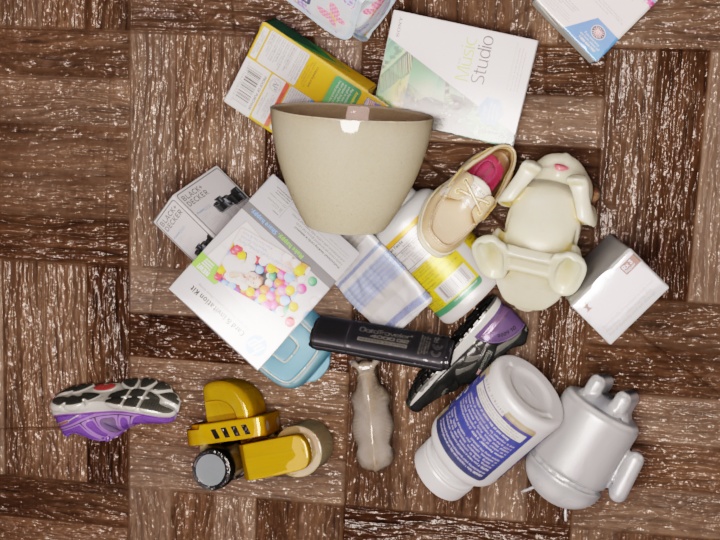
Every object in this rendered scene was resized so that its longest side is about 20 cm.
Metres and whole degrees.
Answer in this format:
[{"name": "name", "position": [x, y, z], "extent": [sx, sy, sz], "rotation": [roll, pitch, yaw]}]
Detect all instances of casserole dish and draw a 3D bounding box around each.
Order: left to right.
[{"name": "casserole dish", "position": [-0.129, 0.085, 1.386], "extent": [0.200, 0.039, 0.121], "rotation": [41, 101, 1]}]

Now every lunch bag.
[{"name": "lunch bag", "position": [-0.042, -0.382, 1.221], "extent": [0.169, 0.200, 0.127], "rotation": [39, 101, 0]}]

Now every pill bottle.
[{"name": "pill bottle", "position": [0.088, -0.037, 1.300], "extent": [0.113, 0.113, 0.200], "rotation": [-43, 92, 11]}, {"name": "pill bottle", "position": [0.166, 0.219, 1.310], "extent": [0.120, 0.120, 0.200], "rotation": [41, 120, 0]}]

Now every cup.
[{"name": "cup", "position": [-0.014, -0.123, 1.187], "extent": [0.198, 0.200, 0.145], "rotation": [6, 104, 7]}]

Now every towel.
[{"name": "towel", "position": [0.000, 0.000, 1.317], "extent": [0.200, 0.147, 0.024], "rotation": [46, 58, 1]}]

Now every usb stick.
[{"name": "usb stick", "position": [0.027, 0.098, 1.311], "extent": [0.198, 0.056, 0.033], "rotation": [8, 139, 15]}]

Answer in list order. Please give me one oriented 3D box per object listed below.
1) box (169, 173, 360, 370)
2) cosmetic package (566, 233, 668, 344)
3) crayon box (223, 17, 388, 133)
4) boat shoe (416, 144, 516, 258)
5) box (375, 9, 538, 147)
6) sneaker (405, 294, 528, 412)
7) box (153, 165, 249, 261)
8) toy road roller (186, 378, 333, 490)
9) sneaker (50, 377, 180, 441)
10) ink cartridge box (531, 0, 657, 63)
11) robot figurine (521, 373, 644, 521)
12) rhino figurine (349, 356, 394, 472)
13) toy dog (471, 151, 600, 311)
[{"name": "box", "position": [-0.123, 0.002, 1.249], "extent": [0.156, 0.041, 0.200], "rotation": [42, 82, -1]}, {"name": "cosmetic package", "position": [0.317, 0.019, 1.233], "extent": [0.074, 0.200, 0.102], "rotation": [44, 102, -1]}, {"name": "crayon box", "position": [-0.069, -0.231, 1.310], "extent": [0.199, 0.052, 0.126], "rotation": [34, 115, 2]}, {"name": "boat shoe", "position": [0.140, -0.099, 1.246], "extent": [0.074, 0.200, 0.069], "rotation": [41, 144, -7]}, {"name": "box", "position": [0.125, -0.257, 1.301], "extent": [0.198, 0.036, 0.146], "rotation": [13, 100, 7]}, {"name": "sneaker", "position": [0.150, 0.136, 1.340], "extent": [0.087, 0.076, 0.200], "rotation": [41, 101, -6]}, {"name": "box", "position": [-0.170, -0.037, 1.327], "extent": [0.200, 0.117, 0.060], "rotation": [45, 127, 0]}, {"name": "toy road roller", "position": [-0.148, 0.221, 1.370], "extent": [0.198, 0.123, 0.147], "rotation": [-10, 86, 9]}, {"name": "sneaker", "position": [-0.355, 0.211, 1.428], "extent": [0.198, 0.081, 0.084], "rotation": [-3, 115, 15]}, {"name": "ink cartridge box", "position": [0.331, -0.379, 1.239], "extent": [0.116, 0.067, 0.200], "rotation": [45, 101, -1]}, {"name": "robot figurine", "position": [0.299, 0.238, 1.313], "extent": [0.169, 0.113, 0.201], "rotation": [35, 103, 29]}, {"name": "rhino figurine", "position": [0.015, 0.185, 1.356], "extent": [0.059, 0.087, 0.202], "rotation": [-5, 96, 7]}, {"name": "toy dog", "position": [0.245, -0.060, 1.244], "extent": [0.138, 0.194, 0.201], "rotation": [8, 58, 24]}]
